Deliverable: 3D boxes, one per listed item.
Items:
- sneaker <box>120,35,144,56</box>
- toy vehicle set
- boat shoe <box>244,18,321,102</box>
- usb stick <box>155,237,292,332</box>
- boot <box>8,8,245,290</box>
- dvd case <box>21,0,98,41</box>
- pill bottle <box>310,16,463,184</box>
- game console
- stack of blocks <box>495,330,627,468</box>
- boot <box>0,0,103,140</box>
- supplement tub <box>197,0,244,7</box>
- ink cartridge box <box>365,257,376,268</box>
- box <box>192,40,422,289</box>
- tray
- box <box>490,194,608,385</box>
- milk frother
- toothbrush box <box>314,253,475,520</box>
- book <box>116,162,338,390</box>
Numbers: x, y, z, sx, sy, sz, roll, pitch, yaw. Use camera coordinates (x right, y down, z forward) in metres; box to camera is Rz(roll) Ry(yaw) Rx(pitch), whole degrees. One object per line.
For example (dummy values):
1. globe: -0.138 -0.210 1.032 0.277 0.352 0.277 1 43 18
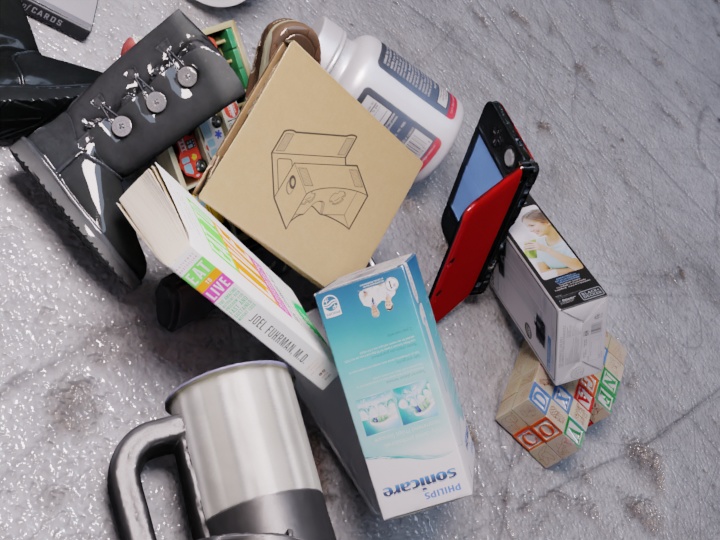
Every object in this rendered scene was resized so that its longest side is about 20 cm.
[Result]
1. sneaker: -0.161 -0.189 1.092 0.198 0.077 0.084 26 60 -38
2. toy vehicle set: -0.143 -0.129 1.028 0.123 0.026 0.203 -30 108 -38
3. boat shoe: -0.082 -0.140 1.017 0.073 0.206 0.075 5 18 -29
4. usb stick: -0.121 0.002 1.013 0.032 0.056 0.199 23 31 27
5. boot: -0.182 -0.107 0.939 0.199 0.065 0.166 -41 102 -15
6. dvd case: -0.335 -0.344 1.091 0.149 0.025 0.203 24 48 -29
7. pill bottle: 0.012 -0.202 1.232 0.198 0.119 0.121 33 43 -20
8. game console: 0.106 -0.059 1.165 0.116 0.202 0.174 -5 50 -22
9. stack of blocks: 0.240 0.133 1.241 0.115 0.058 0.201 42 41 -9
10. boot: -0.310 -0.201 0.979 0.196 0.073 0.164 -8 61 -47
11. supplement tub: -0.142 -0.411 1.225 0.144 0.144 0.202 36 43 -16
12. ink cartridge box: 0.000 0.000 1.096 0.202 0.039 0.099 59 2 9
13. box: -0.042 -0.087 0.985 0.199 0.021 0.165 37 78 -38
14. tray: -0.013 0.134 1.036 0.107 0.022 0.202 -25 80 -48
15. box: 0.206 0.017 1.198 0.059 0.118 0.201 -15 42 -10
16. milk frother: -0.087 0.163 0.814 0.178 0.200 0.191 0 60 -37
17. toothbrush box: 0.036 0.097 0.939 0.146 0.084 0.204 -40 112 -81
18. book: -0.107 0.011 0.896 0.200 0.048 0.134 44 4 -40
